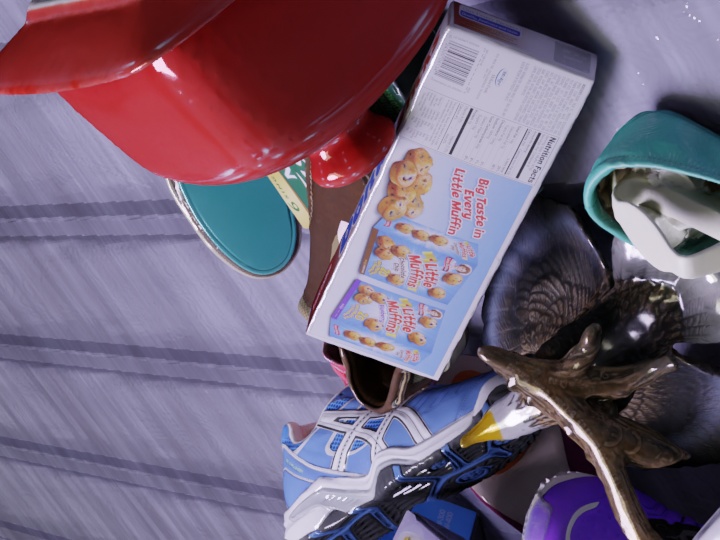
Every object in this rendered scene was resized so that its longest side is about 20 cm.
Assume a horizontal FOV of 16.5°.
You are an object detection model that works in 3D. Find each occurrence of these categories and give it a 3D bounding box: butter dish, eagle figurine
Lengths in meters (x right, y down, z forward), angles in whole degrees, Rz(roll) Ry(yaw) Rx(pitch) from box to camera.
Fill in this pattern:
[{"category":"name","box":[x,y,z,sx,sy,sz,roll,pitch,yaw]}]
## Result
[{"category":"butter dish","box":[-0.039,-0.102,1.104,0.148,0.199,0.200,54,157,-20]},{"category":"eagle figurine","box":[0.113,0.044,1.193,0.150,0.200,0.153,2,100,15]}]

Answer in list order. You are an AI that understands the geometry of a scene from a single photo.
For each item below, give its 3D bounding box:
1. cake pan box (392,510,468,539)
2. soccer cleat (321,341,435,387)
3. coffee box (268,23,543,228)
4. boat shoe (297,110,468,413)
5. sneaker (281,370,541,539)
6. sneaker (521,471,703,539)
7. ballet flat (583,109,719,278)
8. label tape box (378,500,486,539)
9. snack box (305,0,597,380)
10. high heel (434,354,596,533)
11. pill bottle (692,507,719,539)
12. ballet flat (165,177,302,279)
[{"category":"cake pan box","box":[0.121,0.210,1.296,0.184,0.052,0.200,28,-179,-26]},{"category":"soccer cleat","box":[0.005,0.044,1.424,0.067,0.076,0.200,40,156,18]},{"category":"coffee box","box":[-0.001,-0.077,1.280,0.123,0.044,0.200,56,157,-21]},{"category":"boat shoe","box":[0.005,0.003,1.247,0.075,0.075,0.203,29,155,35]},{"category":"sneaker","box":[0.020,0.090,1.359,0.200,0.075,0.077,-31,65,38]},{"category":"sneaker","box":[0.171,0.153,1.254,0.200,0.070,0.099,26,164,-39]},{"category":"ballet flat","box":[0.170,-0.011,1.036,0.200,0.070,0.068,24,148,45]},{"category":"label tape box","box":[0.038,0.228,1.567,0.066,0.144,0.201,4,140,18]},{"category":"snack box","box":[0.039,-0.032,1.159,0.072,0.024,0.200,19,130,-8]},{"category":"high heel","box":[0.117,0.130,1.397,0.200,0.067,0.096,53,-172,23]},{"category":"pill bottle","box":[0.249,0.161,1.114,0.200,0.111,0.112,41,157,8]},{"category":"ballet flat","box":[-0.098,-0.086,1.436,0.069,0.069,0.201,7,132,59]}]
